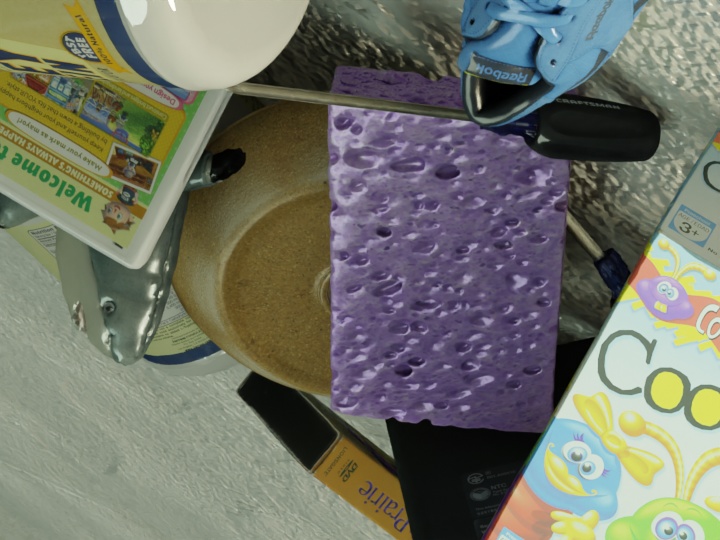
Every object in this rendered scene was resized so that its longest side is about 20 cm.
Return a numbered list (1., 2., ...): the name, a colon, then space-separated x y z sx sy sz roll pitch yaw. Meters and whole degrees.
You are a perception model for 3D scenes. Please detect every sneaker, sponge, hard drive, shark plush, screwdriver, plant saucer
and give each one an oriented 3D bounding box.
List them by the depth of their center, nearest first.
1. sneaker: 0.078 -0.110 0.887 0.066 0.079 0.200 34 160 3
2. screwdriver: 0.036 -0.070 0.994 0.199 0.029 0.028 9 146 -19
3. sponge: 0.041 -0.005 1.108 0.111 0.030 0.201 5 133 5
4. shark plush: -0.081 -0.057 1.111 0.083 0.200 0.091 37 179 39
5. screwdriver: 0.108 -0.019 1.126 0.029 0.028 0.200 -17 122 39
6. plant saucer: 0.000 0.000 1.164 0.199 0.036 0.201 1 132 1
7. hard drive: 0.091 0.107 1.179 0.200 0.139 0.033 -103 1 -58

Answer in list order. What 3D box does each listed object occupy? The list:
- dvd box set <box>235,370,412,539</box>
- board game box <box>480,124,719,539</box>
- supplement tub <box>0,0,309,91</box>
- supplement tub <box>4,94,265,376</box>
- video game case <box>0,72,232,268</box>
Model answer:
1. dvd box set: 0.028 0.134 1.316 0.200 0.029 0.146 40 180 -25
2. board game box: 0.144 0.055 1.005 0.105 0.103 0.201 30 129 7
3. supplement tub: -0.130 -0.151 0.963 0.199 0.145 0.145 7 151 28
4. supplement tub: -0.118 -0.055 1.236 0.145 0.145 0.200 9 149 51
5. video game case: -0.144 -0.128 1.067 0.199 0.183 0.022 30 -167 8
